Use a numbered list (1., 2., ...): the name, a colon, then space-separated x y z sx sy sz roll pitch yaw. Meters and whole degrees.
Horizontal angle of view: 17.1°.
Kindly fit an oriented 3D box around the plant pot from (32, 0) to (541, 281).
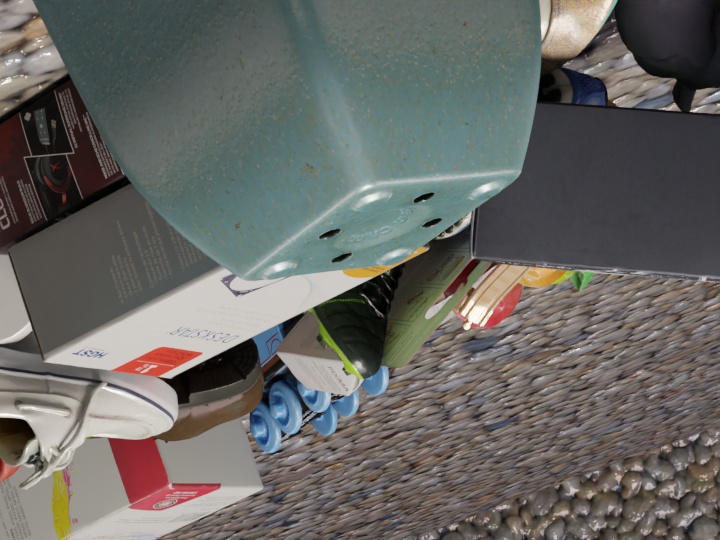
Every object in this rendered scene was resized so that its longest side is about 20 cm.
1. plant pot: -0.020 -0.109 1.240 0.196 0.201 0.196 -7 160 -42

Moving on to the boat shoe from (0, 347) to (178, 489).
1. boat shoe: -0.204 0.098 1.483 0.201 0.086 0.075 14 150 -33

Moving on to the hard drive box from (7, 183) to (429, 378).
1. hard drive box: -0.083 -0.013 1.437 0.199 0.077 0.156 -26 164 21

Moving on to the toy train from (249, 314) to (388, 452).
1. toy train: -0.051 0.077 2.018 0.086 0.115 0.200 -15 165 -30

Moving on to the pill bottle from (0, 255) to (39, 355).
1. pill bottle: -0.233 0.025 1.575 0.104 0.105 0.200 -19 172 -4

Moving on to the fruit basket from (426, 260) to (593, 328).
1. fruit basket: 0.120 -0.010 1.922 0.199 0.094 0.185 -28 174 1

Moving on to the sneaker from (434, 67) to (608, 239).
1. sneaker: 0.108 -0.082 1.740 0.089 0.079 0.200 -4 158 -41

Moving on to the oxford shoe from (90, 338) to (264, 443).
1. oxford shoe: -0.172 0.109 1.870 0.199 0.073 0.085 -7 142 3

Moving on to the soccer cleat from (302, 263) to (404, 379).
1. soccer cleat: 0.000 0.000 1.733 0.081 0.200 0.068 -31 123 15

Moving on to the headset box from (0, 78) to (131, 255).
1. headset box: -0.134 -0.070 1.464 0.200 0.075 0.148 -29 163 28

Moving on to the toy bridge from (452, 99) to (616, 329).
1. toy bridge: 0.131 -0.038 1.780 0.200 0.027 0.067 -58 -167 14

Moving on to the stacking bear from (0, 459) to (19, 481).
1. stacking bear: -0.206 0.066 1.791 0.199 0.122 0.114 -26 -158 -26

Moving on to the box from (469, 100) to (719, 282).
1. box: 0.177 -0.048 1.550 0.199 0.105 0.182 4 179 8

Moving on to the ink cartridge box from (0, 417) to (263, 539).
1. ink cartridge box: -0.216 0.155 2.015 0.199 0.145 0.145 -28 163 25

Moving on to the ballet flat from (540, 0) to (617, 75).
1. ballet flat: 0.093 -0.149 1.512 0.067 0.068 0.200 -5 158 -30

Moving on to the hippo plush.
1. hippo plush: 0.258 -0.177 1.539 0.160 0.160 0.199 13 -177 44

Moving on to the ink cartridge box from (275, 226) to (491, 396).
1. ink cartridge box: 0.040 0.024 1.792 0.163 0.057 0.200 -49 -153 -18
